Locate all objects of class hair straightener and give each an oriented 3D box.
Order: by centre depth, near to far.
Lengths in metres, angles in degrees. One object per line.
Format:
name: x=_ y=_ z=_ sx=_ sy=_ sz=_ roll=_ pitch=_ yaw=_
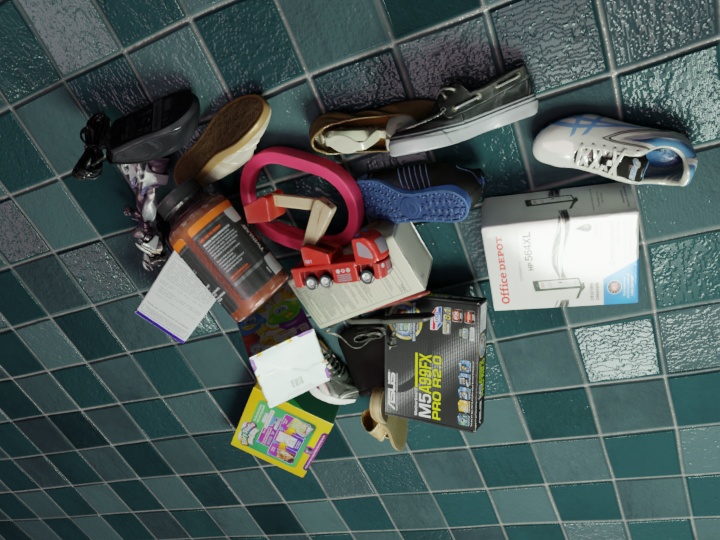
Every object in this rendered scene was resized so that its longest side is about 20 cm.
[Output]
hair straightener: x=0.028 y=0.088 z=0.944 sx=0.197 sy=0.041 sz=0.079 roll=-16 pitch=90 yaw=30

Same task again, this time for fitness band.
fitness band: x=-0.088 y=-0.103 z=0.896 sx=0.196 sy=0.037 sz=0.146 roll=18 pitch=121 yaw=17

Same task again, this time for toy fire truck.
toy fire truck: x=-0.059 y=-0.049 z=0.852 sx=0.196 sy=0.049 sz=0.144 roll=-6 pitch=106 yaw=26

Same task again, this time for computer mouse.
computer mouse: x=-0.311 y=-0.194 z=0.875 sx=0.196 sy=0.141 sz=0.053 roll=-17 pitch=140 yaw=11

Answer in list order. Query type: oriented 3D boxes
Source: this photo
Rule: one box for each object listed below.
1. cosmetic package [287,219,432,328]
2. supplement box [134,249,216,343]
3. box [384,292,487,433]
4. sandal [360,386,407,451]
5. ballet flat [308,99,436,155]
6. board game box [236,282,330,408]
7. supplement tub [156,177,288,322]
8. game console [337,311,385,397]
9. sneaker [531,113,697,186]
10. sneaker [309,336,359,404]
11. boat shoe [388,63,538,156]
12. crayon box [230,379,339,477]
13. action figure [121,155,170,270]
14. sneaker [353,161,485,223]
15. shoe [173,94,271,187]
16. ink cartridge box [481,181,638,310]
cosmetic package: x=0.000 y=0.000 z=0.934 sx=0.197 sy=0.088 sz=0.104 roll=-20 pitch=115 yaw=28
supplement box: x=-0.278 y=0.010 z=1.011 sx=0.102 sy=0.102 sz=0.200 roll=34 pitch=127 yaw=-12
box: x=0.116 y=0.138 z=0.952 sx=0.157 sy=0.044 sz=0.205 roll=6 pitch=101 yaw=28
sandal: x=0.031 y=0.256 z=1.073 sx=0.068 sy=0.079 sz=0.213 roll=4 pitch=150 yaw=20
ballet flat: x=0.020 y=-0.182 z=0.806 sx=0.195 sy=0.073 sz=0.069 roll=1 pitch=126 yaw=14
board game box: x=-0.135 y=0.097 z=0.957 sx=0.103 sy=0.200 sz=0.105 roll=-23 pitch=124 yaw=-11
supplement tub: x=-0.201 y=-0.033 z=0.874 sx=0.106 sy=0.107 sz=0.201 roll=-34 pitch=99 yaw=33
game console: x=0.088 y=0.149 z=1.062 sx=0.197 sy=0.116 sz=0.179 roll=-26 pitch=85 yaw=29
sneaker: x=0.313 y=-0.145 z=0.752 sx=0.195 sy=0.073 sz=0.073 roll=9 pitch=129 yaw=11
sneaker: x=-0.076 y=0.167 z=1.086 sx=0.196 sy=0.081 sz=0.087 roll=24 pitch=118 yaw=-9
boat shoe: x=0.121 y=-0.199 z=0.752 sx=0.196 sy=0.072 sz=0.072 roll=-21 pitch=103 yaw=-6
crayon box: x=-0.155 y=0.310 z=1.221 sx=0.170 sy=0.059 sz=0.202 roll=26 pitch=127 yaw=-2
action figure: x=-0.339 y=-0.092 z=0.957 sx=0.130 sy=0.068 sz=0.204 roll=37 pitch=129 yaw=46
sneaker: x=0.080 y=-0.114 z=0.849 sx=0.197 sy=0.078 sz=0.071 roll=12 pitch=134 yaw=35
shoe: x=-0.194 y=-0.183 z=0.884 sx=0.198 sy=0.053 sz=0.071 roll=-32 pitch=69 yaw=29
ink cartridge box: x=0.273 y=-0.029 z=0.839 sx=0.195 sy=0.085 sz=0.148 roll=-6 pitch=124 yaw=18
